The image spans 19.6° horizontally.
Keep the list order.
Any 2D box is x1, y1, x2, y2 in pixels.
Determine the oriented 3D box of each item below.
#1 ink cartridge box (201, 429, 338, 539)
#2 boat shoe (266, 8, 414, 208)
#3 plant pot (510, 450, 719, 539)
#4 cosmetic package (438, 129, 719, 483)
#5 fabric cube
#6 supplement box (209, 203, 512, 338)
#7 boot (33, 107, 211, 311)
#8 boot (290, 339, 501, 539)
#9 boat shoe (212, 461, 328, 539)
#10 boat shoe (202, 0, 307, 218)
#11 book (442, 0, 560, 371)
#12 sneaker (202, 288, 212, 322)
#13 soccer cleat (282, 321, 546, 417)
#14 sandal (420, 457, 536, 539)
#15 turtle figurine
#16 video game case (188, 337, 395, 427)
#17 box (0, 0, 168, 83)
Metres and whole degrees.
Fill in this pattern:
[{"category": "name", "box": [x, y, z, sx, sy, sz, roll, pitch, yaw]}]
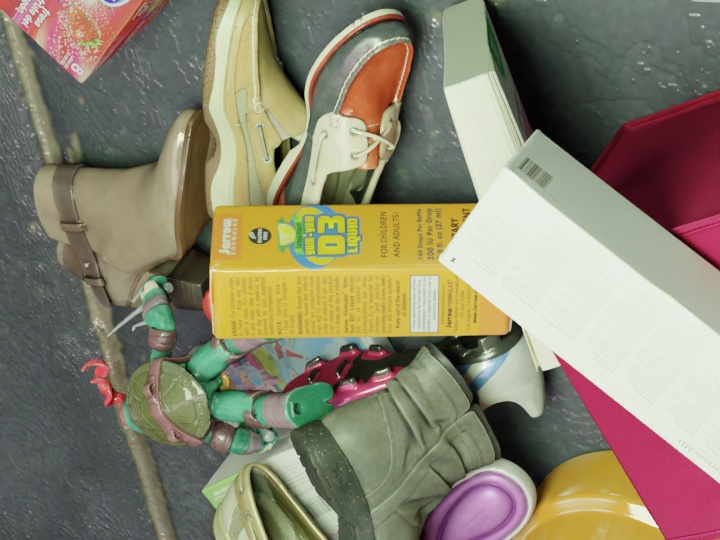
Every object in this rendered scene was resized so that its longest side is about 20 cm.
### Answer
[{"category": "ink cartridge box", "box": [-0.011, 0.207, 1.596, 0.117, 0.067, 0.200, -27, 106, 41]}, {"category": "boat shoe", "box": [-0.007, -0.085, 1.383, 0.063, 0.071, 0.201, 61, 141, 33]}, {"category": "plant pot", "box": [0.175, 0.261, 1.466, 0.199, 0.183, 0.201, 17, 131, 21]}, {"category": "cosmetic package", "box": [0.146, 0.020, 1.125, 0.200, 0.051, 0.083, 39, 131, 3]}, {"category": "fabric cube", "box": [0.242, 0.014, 1.229, 0.199, 0.196, 0.200, -19, 112, 41]}, {"category": "supplement box", "box": [0.000, 0.000, 1.376, 0.198, 0.067, 0.069, -2, 134, 1]}, {"category": "boot", "box": [-0.174, -0.050, 1.535, 0.145, 0.070, 0.201, 19, 131, 22]}, {"category": "boot", "box": [0.045, 0.155, 1.429, 0.068, 0.130, 0.201, 43, 158, 58]}, {"category": "boat shoe", "box": [-0.031, 0.228, 1.500, 0.201, 0.073, 0.063, 53, 142, 21]}, {"category": "boat shoe", "box": [-0.064, -0.112, 1.428, 0.076, 0.072, 0.201, 12, 139, 9]}, {"category": "book", "box": [0.098, -0.057, 1.314, 0.048, 0.134, 0.201, -19, 116, 10]}, {"category": "sneaker", "box": [-0.027, 0.014, 1.477, 0.199, 0.085, 0.077, -10, 118, 37]}, {"category": "soccer cleat", "box": [0.038, 0.093, 1.486, 0.199, 0.070, 0.087, -15, 114, 25]}, {"category": "sandal", "box": [0.047, 0.210, 1.501, 0.082, 0.050, 0.203, 35, 118, -2]}, {"category": "turtle figurine", "box": [-0.111, 0.081, 1.479, 0.199, 0.101, 0.150, -15, 117, 46]}, {"category": "video game case", "box": [-0.019, 0.127, 1.602, 0.181, 0.022, 0.201, -15, 114, 39]}, {"category": "box", "box": [-0.149, -0.230, 1.360, 0.095, 0.100, 0.200, 42, 134, -3]}]
